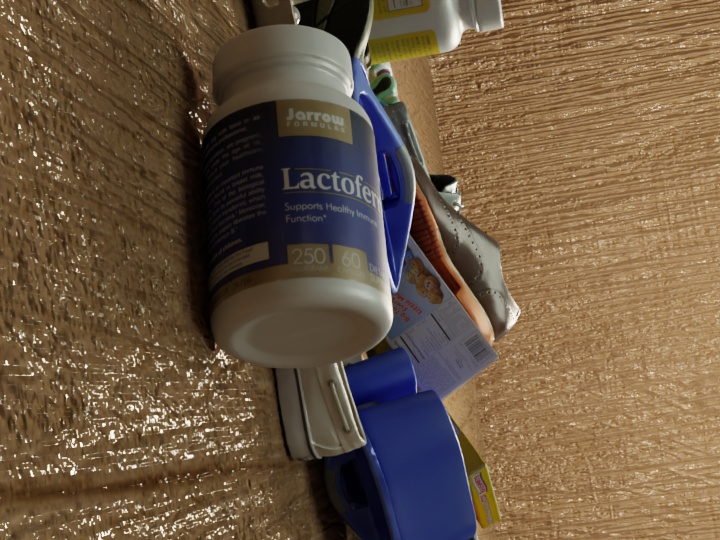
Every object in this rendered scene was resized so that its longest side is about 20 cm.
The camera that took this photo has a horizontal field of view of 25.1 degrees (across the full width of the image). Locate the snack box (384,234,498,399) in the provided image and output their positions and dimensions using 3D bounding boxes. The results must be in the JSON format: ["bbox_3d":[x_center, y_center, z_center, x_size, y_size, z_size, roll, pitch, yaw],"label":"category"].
[{"bbox_3d":[0.034,0.016,1.410,0.201,0.072,0.024,54,0,9],"label":"snack box"}]

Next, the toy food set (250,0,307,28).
[{"bbox_3d":[-0.062,-0.275,1.381,0.200,0.060,0.144,-84,164,-65],"label":"toy food set"}]

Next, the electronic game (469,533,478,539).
[{"bbox_3d":[0.074,0.231,1.528,0.200,0.041,0.201,90,-26,-63],"label":"electronic game"}]

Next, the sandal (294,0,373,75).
[{"bbox_3d":[-0.024,-0.191,1.537,0.057,0.079,0.203,26,64,-75],"label":"sandal"}]

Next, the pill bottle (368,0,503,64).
[{"bbox_3d":[0.040,-0.267,1.626,0.111,0.198,0.112,-8,90,-83],"label":"pill bottle"}]

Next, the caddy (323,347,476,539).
[{"bbox_3d":[0.019,0.164,1.355,0.141,0.104,0.201,-128,-160,-52],"label":"caddy"}]

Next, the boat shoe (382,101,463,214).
[{"bbox_3d":[0.059,-0.065,1.498,0.202,0.071,0.070,61,4,-27],"label":"boat shoe"}]

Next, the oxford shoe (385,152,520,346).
[{"bbox_3d":[0.078,-0.025,1.455,0.071,0.073,0.201,-8,-69,57],"label":"oxford shoe"}]

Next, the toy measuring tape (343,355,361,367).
[{"bbox_3d":[0.000,0.000,1.481,0.074,0.073,0.201,70,10,-57],"label":"toy measuring tape"}]

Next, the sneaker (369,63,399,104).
[{"bbox_3d":[0.012,-0.190,1.800,0.140,0.077,0.201,63,20,-66],"label":"sneaker"}]

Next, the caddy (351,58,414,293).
[{"bbox_3d":[-0.009,-0.072,1.316,0.142,0.104,0.201,-89,169,-56],"label":"caddy"}]

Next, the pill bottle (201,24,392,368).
[{"bbox_3d":[-0.044,-0.049,1.041,0.116,0.115,0.201,66,16,-64],"label":"pill bottle"}]

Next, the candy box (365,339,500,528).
[{"bbox_3d":[0.063,0.140,1.508,0.200,0.026,0.103,53,-14,37],"label":"candy box"}]

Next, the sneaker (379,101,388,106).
[{"bbox_3d":[0.040,-0.084,1.605,0.201,0.065,0.079,71,13,-50],"label":"sneaker"}]

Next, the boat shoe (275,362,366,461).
[{"bbox_3d":[-0.032,0.041,1.210,0.071,0.069,0.202,-31,112,-82],"label":"boat shoe"}]
